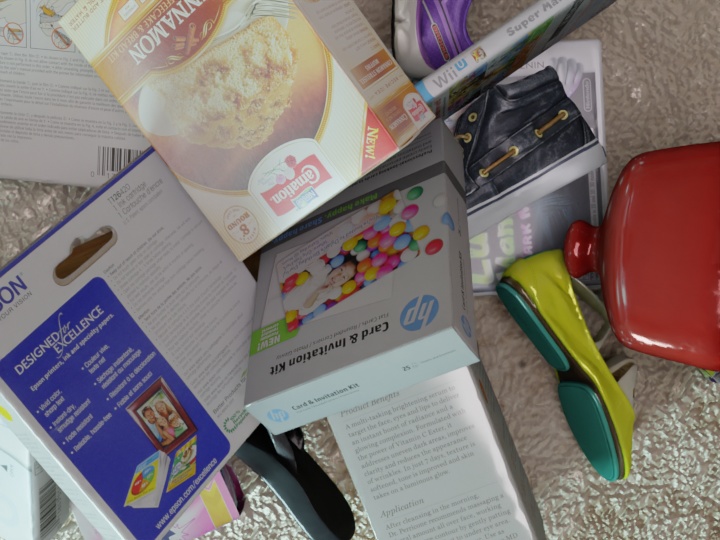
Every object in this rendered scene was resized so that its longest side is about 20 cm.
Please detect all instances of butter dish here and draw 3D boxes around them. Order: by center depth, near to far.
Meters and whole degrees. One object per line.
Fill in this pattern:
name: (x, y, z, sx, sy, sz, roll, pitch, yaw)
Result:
butter dish: (0.222, -0.011, 0.779, 0.147, 0.200, 0.200, 6, 92, 21)

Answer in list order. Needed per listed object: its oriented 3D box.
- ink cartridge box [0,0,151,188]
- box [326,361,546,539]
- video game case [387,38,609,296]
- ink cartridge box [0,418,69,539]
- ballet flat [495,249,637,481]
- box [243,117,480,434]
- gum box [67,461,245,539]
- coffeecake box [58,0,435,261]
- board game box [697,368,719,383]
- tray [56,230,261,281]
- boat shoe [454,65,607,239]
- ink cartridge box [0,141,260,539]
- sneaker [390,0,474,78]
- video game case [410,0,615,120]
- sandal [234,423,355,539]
ink cartridge box: (-0.221, -0.153, 0.792, 0.199, 0.045, 0.177, 7, 104, 6)
box: (0.057, 0.138, 0.789, 0.106, 0.152, 0.201, -21, 92, 8)
video game case: (0.108, -0.081, 0.855, 0.181, 0.023, 0.201, -3, 92, -3)
ink cartridge box: (-0.300, 0.096, 0.759, 0.199, 0.047, 0.161, 21, 127, 15)
ballet flat: (0.179, 0.071, 0.839, 0.067, 0.067, 0.200, -34, 103, -16)
box: (0.000, 0.000, 0.729, 0.156, 0.200, 0.041, -22, 132, 23)
gum box: (-0.182, 0.117, 0.823, 0.113, 0.066, 0.201, -24, 93, -1)
coffeecake box: (-0.074, -0.131, 0.696, 0.153, 0.073, 0.200, -33, 98, 33)
board game box: (0.319, -0.020, 0.868, 0.200, 0.032, 0.120, -45, 89, -1)
tray: (-0.145, 0.009, 0.782, 0.200, 0.037, 0.099, -30, 95, -39)
boat shoe: (0.082, -0.075, 0.813, 0.200, 0.071, 0.091, -29, 89, -7)
ink cartridge box: (-0.148, 0.050, 0.711, 0.200, 0.047, 0.198, 56, 51, -17)
sneaker: (0.065, -0.246, 0.815, 0.083, 0.081, 0.201, 0, 91, 1)
video game case: (0.116, -0.166, 0.771, 0.200, 0.143, 0.018, -35, 88, -2)
sandal: (-0.065, 0.128, 0.827, 0.043, 0.076, 0.200, -36, 104, 18)
